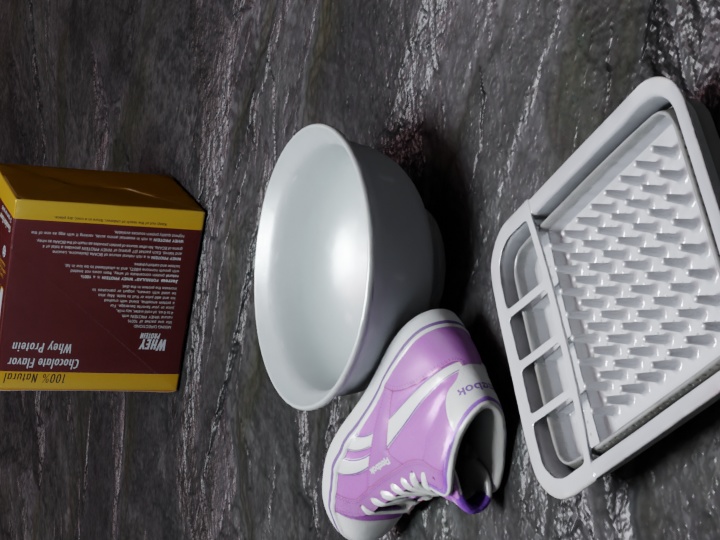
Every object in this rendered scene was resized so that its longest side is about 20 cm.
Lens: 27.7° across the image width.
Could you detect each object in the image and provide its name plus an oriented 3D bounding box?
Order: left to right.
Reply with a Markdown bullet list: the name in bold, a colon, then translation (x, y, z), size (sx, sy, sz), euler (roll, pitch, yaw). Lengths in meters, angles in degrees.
- **supplement box**: translation (-0.286, 0.009, 1.520), size (0.133, 0.195, 0.202), euler (-140, 57, -59)
- **bowl**: translation (0.000, 0.000, 1.037), size (0.201, 0.089, 0.203), euler (-17, 72, 63)
- **sneaker**: translation (0.036, 0.137, 0.971), size (0.115, 0.072, 0.202), euler (59, 142, 40)
- **dish rack**: translation (0.145, 0.014, 0.782), size (0.200, 0.043, 0.173), euler (130, 138, -52)
